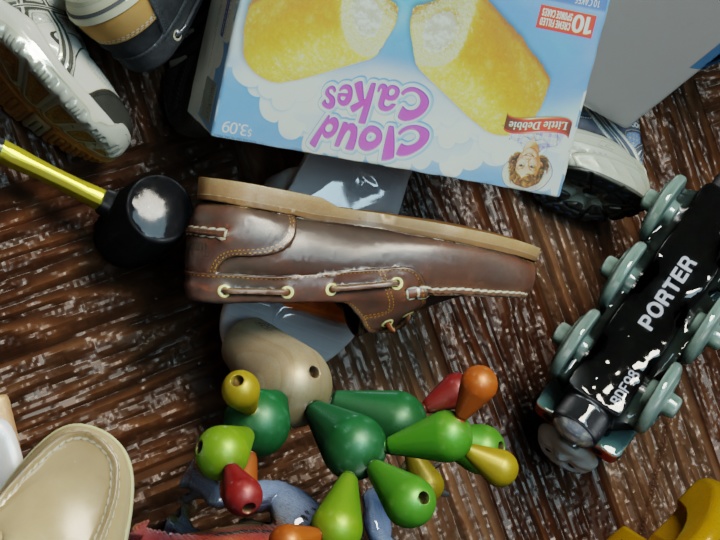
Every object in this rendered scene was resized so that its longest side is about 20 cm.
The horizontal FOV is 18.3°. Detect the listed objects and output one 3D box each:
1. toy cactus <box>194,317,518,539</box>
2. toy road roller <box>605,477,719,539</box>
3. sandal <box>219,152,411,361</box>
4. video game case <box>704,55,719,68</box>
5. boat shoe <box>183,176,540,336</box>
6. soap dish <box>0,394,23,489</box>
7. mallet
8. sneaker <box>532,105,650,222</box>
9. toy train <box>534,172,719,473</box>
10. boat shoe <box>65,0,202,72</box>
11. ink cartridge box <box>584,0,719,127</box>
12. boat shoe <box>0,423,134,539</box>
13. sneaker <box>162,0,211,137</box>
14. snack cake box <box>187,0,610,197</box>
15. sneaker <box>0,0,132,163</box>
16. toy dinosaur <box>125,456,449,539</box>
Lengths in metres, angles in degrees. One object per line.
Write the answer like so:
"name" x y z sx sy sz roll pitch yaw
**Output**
"toy cactus" -0.017 0.071 1.144 0.199 0.165 0.103 -10 125 -36
"toy road roller" 0.188 0.200 1.251 0.146 0.200 0.123 -45 104 -5
"sandal" -0.017 -0.037 1.253 0.079 0.059 0.208 29 82 -22
"video game case" 0.250 -0.197 1.355 0.018 0.200 0.144 28 69 -22
"boat shoe" 0.000 0.000 1.192 0.199 0.070 0.071 9 86 -19
"soap dish" -0.250 0.157 1.076 0.199 0.081 0.158 -11 86 -30
"mallet" -0.186 -0.057 1.183 0.199 0.066 0.041 24 68 -8
"sneaker" 0.090 -0.102 1.331 0.199 0.077 0.086 27 58 -31
"toy train" 0.171 0.032 1.319 0.085 0.114 0.200 32 66 10
"boat shoe" -0.104 -0.180 1.210 0.062 0.074 0.201 56 33 -31
"ink cartridge box" 0.151 -0.224 1.303 0.146 0.147 0.201 28 49 -21
"boat shoe" -0.165 0.156 1.029 0.072 0.065 0.201 27 69 8
"sneaker" -0.033 -0.151 1.261 0.115 0.076 0.201 25 69 -27
"snack cake box" 0.019 -0.115 1.180 0.199 0.067 0.116 9 103 -18
"sneaker" -0.179 -0.149 1.176 0.200 0.076 0.088 48 62 -14
"toy dinosaur" -0.020 0.169 1.170 0.181 0.105 0.200 30 27 8
